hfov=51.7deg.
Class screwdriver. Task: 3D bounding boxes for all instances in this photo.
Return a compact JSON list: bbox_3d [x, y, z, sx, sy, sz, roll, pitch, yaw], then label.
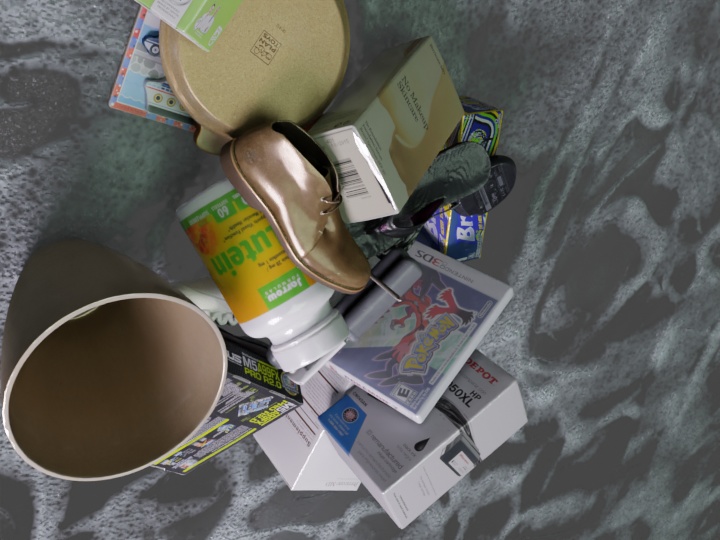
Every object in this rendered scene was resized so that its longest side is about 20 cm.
[{"bbox_3d":[0.000,0.000,0.832,0.028,0.200,0.029,1,114,-26],"label":"screwdriver"}]

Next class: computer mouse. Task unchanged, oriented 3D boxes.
[{"bbox_3d":[0.099,-0.076,0.883,0.199,0.034,0.059,-31,126,-6],"label":"computer mouse"}]

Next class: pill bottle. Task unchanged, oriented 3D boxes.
[{"bbox_3d":[-0.094,-0.001,0.770,0.111,0.111,0.201,-32,97,-16],"label":"pill bottle"}]

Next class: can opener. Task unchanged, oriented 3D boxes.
[{"bbox_3d":[-0.021,0.046,0.842,0.200,0.053,0.067,-45,127,2],"label":"can opener"}]

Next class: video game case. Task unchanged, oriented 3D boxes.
[{"bbox_3d":[0.054,0.058,0.889,0.200,0.182,0.023,-50,148,-21],"label":"video game case"}]

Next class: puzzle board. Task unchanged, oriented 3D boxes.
[{"bbox_3d":[-0.132,-0.204,0.739,0.199,0.017,0.151,11,110,-40],"label":"puzzle board"}]

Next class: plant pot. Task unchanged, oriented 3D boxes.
[{"bbox_3d":[-0.250,0.056,0.691,0.187,0.200,0.188,-19,127,-27],"label":"plant pot"}]

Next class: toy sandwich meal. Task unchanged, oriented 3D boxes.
[{"bbox_3d":[-0.100,-0.210,0.706,0.204,0.070,0.206,-11,116,-23],"label":"toy sandwich meal"}]

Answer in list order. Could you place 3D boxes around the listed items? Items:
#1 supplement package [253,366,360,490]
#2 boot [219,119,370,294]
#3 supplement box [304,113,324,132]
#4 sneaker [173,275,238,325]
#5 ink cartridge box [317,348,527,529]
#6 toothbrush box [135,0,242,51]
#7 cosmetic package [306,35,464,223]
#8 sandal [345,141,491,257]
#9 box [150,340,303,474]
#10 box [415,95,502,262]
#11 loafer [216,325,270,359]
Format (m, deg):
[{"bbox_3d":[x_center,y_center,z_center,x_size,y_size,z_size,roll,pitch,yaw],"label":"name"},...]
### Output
[{"bbox_3d":[-0.031,0.175,0.984,0.121,0.120,0.201,15,108,-42],"label":"supplement package"},{"bbox_3d":[-0.042,-0.056,0.710,0.075,0.074,0.200,-25,121,30],"label":"boot"},{"bbox_3d":[-0.001,-0.102,0.857,0.069,0.066,0.200,-54,136,-1],"label":"supplement box"},{"bbox_3d":[-0.127,0.017,0.853,0.199,0.075,0.081,1,109,-46],"label":"sneaker"},{"bbox_3d":[0.074,0.175,0.877,0.200,0.145,0.084,-36,132,-15],"label":"ink cartridge box"},{"bbox_3d":[-0.132,-0.302,0.580,0.145,0.086,0.200,34,97,-2],"label":"toothbrush box"},{"bbox_3d":[0.030,-0.150,0.774,0.105,0.071,0.200,59,43,-28],"label":"cosmetic package"},{"bbox_3d":[0.060,-0.082,0.817,0.200,0.048,0.076,-33,109,-8],"label":"sandal"},{"bbox_3d":[-0.191,0.159,0.851,0.200,0.044,0.160,-33,142,20],"label":"box"},{"bbox_3d":[0.121,-0.111,0.939,0.064,0.070,0.201,-13,122,-28],"label":"box"},{"bbox_3d":[-0.171,0.107,0.877,0.199,0.063,0.072,16,108,-42],"label":"loafer"}]
